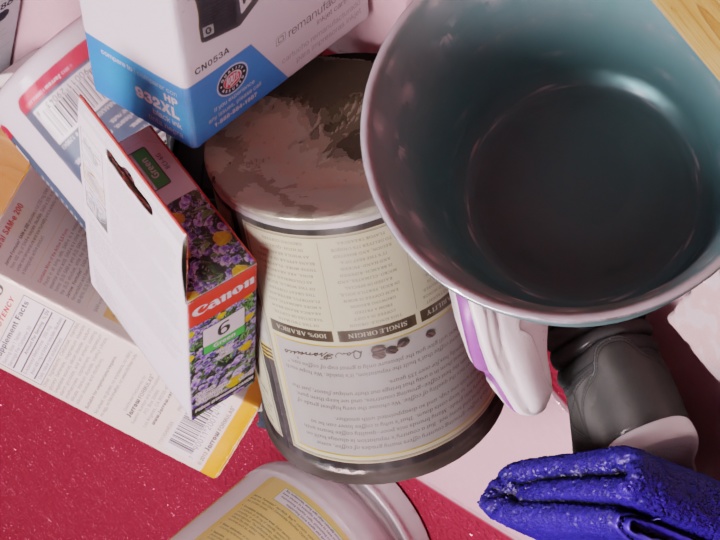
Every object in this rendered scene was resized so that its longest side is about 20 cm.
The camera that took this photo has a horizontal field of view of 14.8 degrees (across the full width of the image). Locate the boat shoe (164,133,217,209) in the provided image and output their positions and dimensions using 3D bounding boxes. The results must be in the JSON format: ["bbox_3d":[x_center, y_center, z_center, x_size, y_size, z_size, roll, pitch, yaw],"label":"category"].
[{"bbox_3d":[-0.082,-0.055,1.619,0.074,0.200,0.066,10,-175,-3],"label":"boat shoe"}]

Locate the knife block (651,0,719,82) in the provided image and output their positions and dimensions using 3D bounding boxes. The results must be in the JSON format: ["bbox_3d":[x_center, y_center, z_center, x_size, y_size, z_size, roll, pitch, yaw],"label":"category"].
[{"bbox_3d":[0.210,-0.085,1.251,0.200,0.064,0.176,23,140,41],"label":"knife block"}]

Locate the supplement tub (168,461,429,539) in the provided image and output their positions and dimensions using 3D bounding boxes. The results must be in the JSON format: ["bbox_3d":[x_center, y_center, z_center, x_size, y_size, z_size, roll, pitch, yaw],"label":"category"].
[{"bbox_3d":[-0.063,0.219,1.863,0.145,0.200,0.146,36,148,27],"label":"supplement tub"}]

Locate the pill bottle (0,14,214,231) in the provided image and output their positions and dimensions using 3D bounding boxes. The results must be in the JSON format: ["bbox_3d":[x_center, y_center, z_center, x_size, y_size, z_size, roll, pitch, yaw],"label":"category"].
[{"bbox_3d":[-0.122,-0.060,1.715,0.200,0.119,0.120,51,152,2],"label":"pill bottle"}]

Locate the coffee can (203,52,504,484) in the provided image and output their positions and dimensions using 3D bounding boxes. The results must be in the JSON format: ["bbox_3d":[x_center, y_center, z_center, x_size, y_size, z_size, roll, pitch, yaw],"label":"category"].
[{"bbox_3d":[0.000,0.000,1.573,0.146,0.146,0.201,28,144,37],"label":"coffee can"}]

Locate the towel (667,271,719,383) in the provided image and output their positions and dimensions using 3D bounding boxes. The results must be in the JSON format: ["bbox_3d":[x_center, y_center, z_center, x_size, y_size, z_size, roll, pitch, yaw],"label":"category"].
[{"bbox_3d":[0.255,0.046,1.372,0.191,0.032,0.200,48,151,9],"label":"towel"}]

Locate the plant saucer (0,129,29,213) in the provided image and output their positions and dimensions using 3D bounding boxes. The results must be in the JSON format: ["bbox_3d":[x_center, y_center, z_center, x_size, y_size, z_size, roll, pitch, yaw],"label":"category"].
[{"bbox_3d":[-0.207,-0.030,1.889,0.200,0.032,0.201,35,147,27],"label":"plant saucer"}]

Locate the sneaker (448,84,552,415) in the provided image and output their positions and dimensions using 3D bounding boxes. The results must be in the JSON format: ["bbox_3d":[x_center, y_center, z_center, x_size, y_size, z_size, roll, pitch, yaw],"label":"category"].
[{"bbox_3d":[0.089,-0.021,1.447,0.075,0.099,0.201,-108,8,-73],"label":"sneaker"}]

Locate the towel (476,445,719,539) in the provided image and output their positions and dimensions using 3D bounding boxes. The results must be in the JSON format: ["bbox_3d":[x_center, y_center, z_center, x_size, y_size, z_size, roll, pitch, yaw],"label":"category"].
[{"bbox_3d":[0.177,0.153,1.486,0.199,0.050,0.148,25,159,-25],"label":"towel"}]

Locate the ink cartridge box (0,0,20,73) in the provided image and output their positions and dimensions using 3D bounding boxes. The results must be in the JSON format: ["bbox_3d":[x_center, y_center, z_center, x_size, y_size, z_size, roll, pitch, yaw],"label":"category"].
[{"bbox_3d":[-0.276,-0.189,1.877,0.099,0.039,0.200,45,151,13],"label":"ink cartridge box"}]

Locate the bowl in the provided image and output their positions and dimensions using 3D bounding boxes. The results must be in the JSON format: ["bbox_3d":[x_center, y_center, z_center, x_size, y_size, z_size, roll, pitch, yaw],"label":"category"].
[{"bbox_3d":[0.104,-0.053,1.342,0.201,0.201,0.105,42,170,18],"label":"bowl"}]

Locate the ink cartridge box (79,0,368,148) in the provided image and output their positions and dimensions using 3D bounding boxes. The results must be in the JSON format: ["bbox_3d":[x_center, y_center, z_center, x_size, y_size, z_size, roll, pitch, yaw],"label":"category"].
[{"bbox_3d":[-0.076,-0.190,1.466,0.084,0.145,0.200,33,147,31],"label":"ink cartridge box"}]

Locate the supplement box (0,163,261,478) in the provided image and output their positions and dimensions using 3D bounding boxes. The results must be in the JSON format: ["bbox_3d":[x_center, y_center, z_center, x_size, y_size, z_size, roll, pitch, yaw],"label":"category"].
[{"bbox_3d":[-0.151,0.029,1.766,0.199,0.126,0.074,28,127,-5],"label":"supplement box"}]

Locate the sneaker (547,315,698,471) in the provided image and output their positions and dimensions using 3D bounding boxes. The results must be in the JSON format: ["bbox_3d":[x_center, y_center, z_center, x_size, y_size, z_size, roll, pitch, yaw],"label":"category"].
[{"bbox_3d":[0.141,0.075,1.549,0.200,0.070,0.100,91,161,-72],"label":"sneaker"}]

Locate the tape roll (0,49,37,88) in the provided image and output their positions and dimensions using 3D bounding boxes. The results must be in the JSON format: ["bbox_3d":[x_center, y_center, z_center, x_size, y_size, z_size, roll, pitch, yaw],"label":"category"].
[{"bbox_3d":[-0.179,-0.057,1.888,0.203,0.037,0.203,35,148,27],"label":"tape roll"}]

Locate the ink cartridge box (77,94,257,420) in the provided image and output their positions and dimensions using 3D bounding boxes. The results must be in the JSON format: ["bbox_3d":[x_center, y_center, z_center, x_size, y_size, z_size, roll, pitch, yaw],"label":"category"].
[{"bbox_3d":[-0.104,-0.014,1.517,0.109,0.050,0.200,51,159,24],"label":"ink cartridge box"}]

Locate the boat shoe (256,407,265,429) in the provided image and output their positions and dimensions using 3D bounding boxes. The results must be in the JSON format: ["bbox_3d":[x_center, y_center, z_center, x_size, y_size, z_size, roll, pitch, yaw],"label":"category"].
[{"bbox_3d":[-0.011,0.094,1.775,0.200,0.075,0.062,-8,115,60],"label":"boat shoe"}]
